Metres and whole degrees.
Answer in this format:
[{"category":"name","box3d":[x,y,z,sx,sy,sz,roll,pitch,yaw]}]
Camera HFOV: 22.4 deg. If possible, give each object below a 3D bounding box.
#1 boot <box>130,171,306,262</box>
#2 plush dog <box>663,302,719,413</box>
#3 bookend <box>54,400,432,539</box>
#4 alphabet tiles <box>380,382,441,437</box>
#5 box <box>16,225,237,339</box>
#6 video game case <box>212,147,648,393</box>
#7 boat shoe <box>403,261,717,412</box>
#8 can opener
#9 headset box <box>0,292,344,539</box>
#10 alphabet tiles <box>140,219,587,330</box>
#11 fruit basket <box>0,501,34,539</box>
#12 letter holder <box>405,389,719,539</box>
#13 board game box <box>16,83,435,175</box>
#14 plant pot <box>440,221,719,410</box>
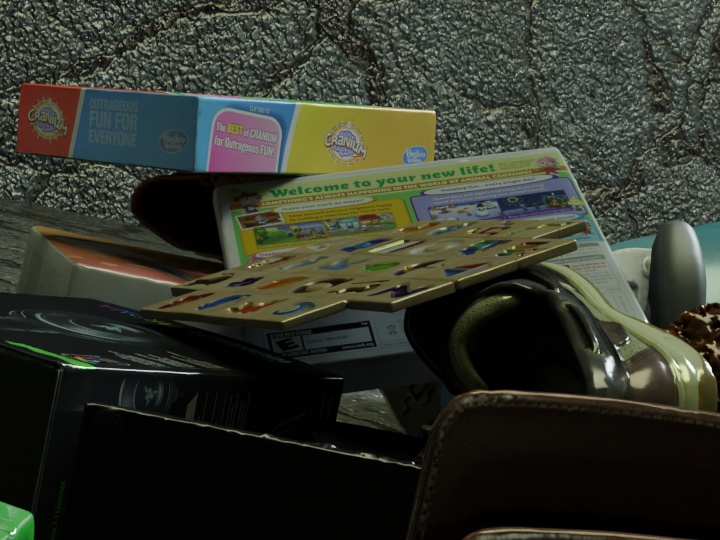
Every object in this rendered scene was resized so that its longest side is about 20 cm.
[{"category":"boot","box3d":[-0.026,-0.028,1.087,0.198,0.077,0.155,17,5,21]},{"category":"plush dog","box3d":[0.204,0.082,0.784,0.160,0.173,0.199,-28,-22,37]},{"category":"bookend","box3d":[-0.019,0.099,0.710,0.197,0.093,0.200,12,3,-9]},{"category":"alphabet tiles","box3d":[0.086,0.040,1.097,0.006,0.166,0.201,38,-16,42]},{"category":"box","box3d":[-0.115,0.048,1.038,0.151,0.107,0.200,12,3,-18]},{"category":"video game case","box3d":[0.030,-0.002,0.942,0.198,0.022,0.183,-7,33,-6]},{"category":"boat shoe","box3d":[0.067,0.031,0.757,0.066,0.072,0.201,18,5,-30]},{"category":"can opener","box3d":[0.136,0.068,0.904,0.053,0.201,0.067,13,-29,2]},{"category":"headset box","box3d":[-0.138,0.067,0.785,0.173,0.094,0.199,15,5,36]},{"category":"alphabet tiles","box3d":[0.000,0.000,0.832,0.165,0.006,0.199,-18,11,-31]},{"category":"fruit basket","box3d":[-0.182,0.082,0.426,0.198,0.095,0.185,10,4,3]},{"category":"letter holder","box3d":[0.110,0.118,0.483,0.198,0.144,0.101,12,4,-10]},{"category":"board game box","box3d":[-0.075,-0.081,1.062,0.152,0.041,0.199,9,7,40]},{"category":"plant pot","box3d":[0.153,0.073,1.034,0.186,0.202,0.200,-4,10,-22]}]
